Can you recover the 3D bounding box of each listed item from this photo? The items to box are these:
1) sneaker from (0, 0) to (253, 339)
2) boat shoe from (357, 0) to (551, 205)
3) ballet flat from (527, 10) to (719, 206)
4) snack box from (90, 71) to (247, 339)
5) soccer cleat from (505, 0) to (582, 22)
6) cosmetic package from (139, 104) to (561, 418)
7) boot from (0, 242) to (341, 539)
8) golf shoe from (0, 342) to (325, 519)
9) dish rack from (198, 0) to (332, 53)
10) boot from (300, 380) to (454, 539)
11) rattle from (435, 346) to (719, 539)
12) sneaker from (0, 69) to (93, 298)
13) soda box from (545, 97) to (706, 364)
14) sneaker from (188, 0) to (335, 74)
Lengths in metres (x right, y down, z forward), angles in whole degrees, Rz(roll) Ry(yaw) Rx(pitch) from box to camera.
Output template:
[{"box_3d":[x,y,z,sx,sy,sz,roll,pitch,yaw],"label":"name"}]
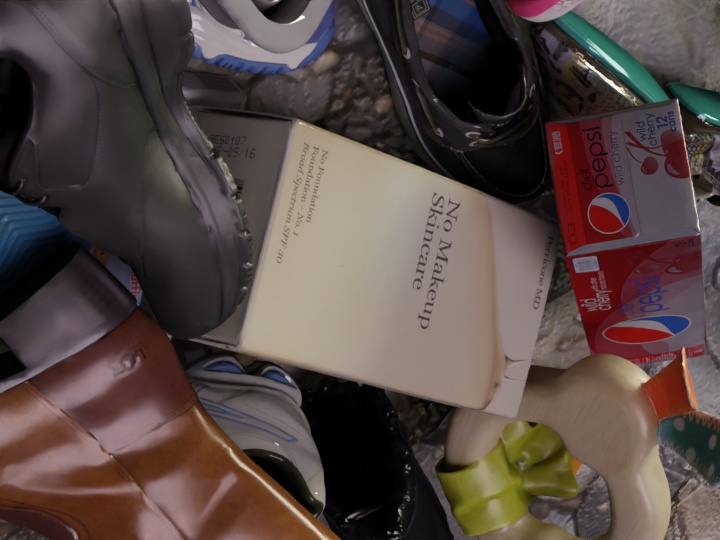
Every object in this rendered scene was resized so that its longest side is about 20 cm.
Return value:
[{"box_3d":[-0.102,-0.047,0.731,0.090,0.076,0.201,-31,131,-18],"label":"sneaker"},{"box_3d":[0.053,-0.092,0.893,0.070,0.066,0.201,-33,133,-7],"label":"boat shoe"},{"box_3d":[0.140,-0.071,0.958,0.200,0.072,0.072,18,111,-44],"label":"ballet flat"},{"box_3d":[-0.114,0.001,0.883,0.071,0.024,0.201,2,120,-34],"label":"snack box"},{"box_3d":[0.139,-0.195,0.866,0.086,0.070,0.201,18,107,-35],"label":"soccer cleat"},{"box_3d":[0.000,0.000,0.882,0.199,0.073,0.104,16,86,-47],"label":"cosmetic package"},{"box_3d":[-0.126,0.118,0.818,0.188,0.068,0.200,-40,107,-6],"label":"boot"},{"box_3d":[-0.104,0.082,0.865,0.199,0.097,0.079,0,124,-29],"label":"golf shoe"},{"box_3d":[-0.058,-0.200,0.717,0.200,0.043,0.172,52,52,-40],"label":"dish rack"},{"box_3d":[0.027,0.160,0.972,0.073,0.199,0.163,-23,141,-2],"label":"boot"},{"box_3d":[0.141,0.075,0.970,0.142,0.131,0.200,-15,154,-41],"label":"rattle"},{"box_3d":[-0.166,-0.062,0.773,0.076,0.081,0.200,-35,143,-8],"label":"sneaker"},{"box_3d":[0.133,-0.012,0.934,0.063,0.071,0.200,-10,160,7],"label":"soda box"},{"box_3d":[-0.079,-0.144,0.769,0.199,0.075,0.089,15,112,-39],"label":"sneaker"}]
